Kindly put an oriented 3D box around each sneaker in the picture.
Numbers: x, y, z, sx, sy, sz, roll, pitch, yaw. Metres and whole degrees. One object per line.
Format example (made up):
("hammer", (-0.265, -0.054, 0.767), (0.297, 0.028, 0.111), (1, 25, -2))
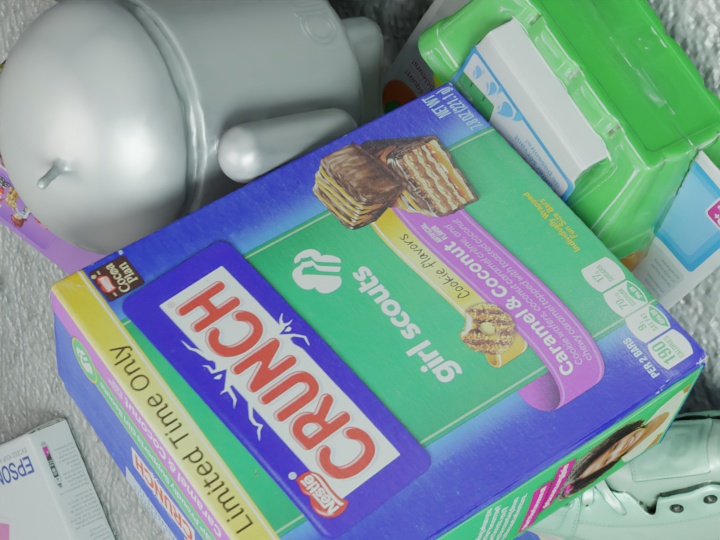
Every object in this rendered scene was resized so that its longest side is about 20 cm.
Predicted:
("sneaker", (0.098, 0.074, 0.701), (0.118, 0.200, 0.074), (-30, 47, 43))

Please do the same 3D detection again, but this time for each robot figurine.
("robot figurine", (-0.079, -0.073, 0.711), (0.169, 0.199, 0.114), (18, 117, 43))

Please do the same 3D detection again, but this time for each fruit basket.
("fruit basket", (0.072, -0.043, 0.732), (0.186, 0.093, 0.200), (57, 140, 13))

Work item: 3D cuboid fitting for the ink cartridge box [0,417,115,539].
("ink cartridge box", (-0.249, 0.230, 1.215), (0.196, 0.043, 0.201), (-26, 85, 48))

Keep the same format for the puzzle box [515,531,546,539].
("puzzle box", (0.025, 0.189, 0.831), (0.199, 0.025, 0.133), (-32, 102, 21))

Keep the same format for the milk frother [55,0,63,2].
("milk frother", (-0.143, -0.200, 0.820), (0.199, 0.187, 0.182), (-16, 65, 45))

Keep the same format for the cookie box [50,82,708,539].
("cookie box", (0.004, 0.039, 0.631), (0.171, 0.199, 0.075), (49, 154, 25))

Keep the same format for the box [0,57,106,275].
("box", (-0.108, -0.044, 0.833), (0.200, 0.137, 0.039), (38, 136, -5))
